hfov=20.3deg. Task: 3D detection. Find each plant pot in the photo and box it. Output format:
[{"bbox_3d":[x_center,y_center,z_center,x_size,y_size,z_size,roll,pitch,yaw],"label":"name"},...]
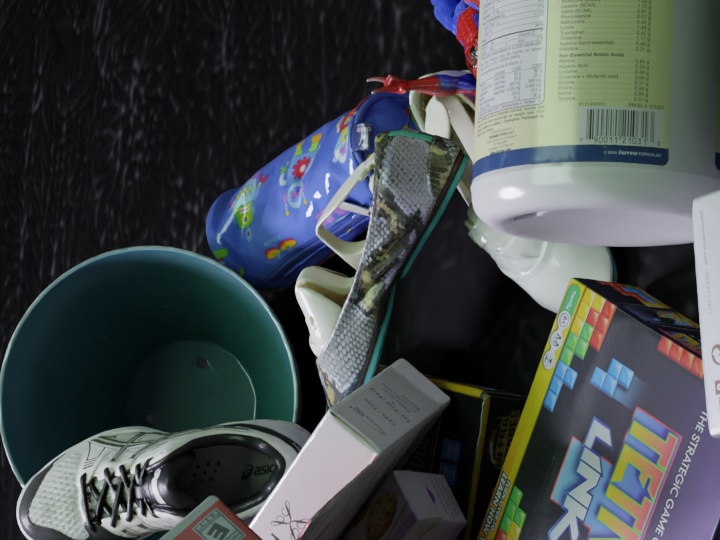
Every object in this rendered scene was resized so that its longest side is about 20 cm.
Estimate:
[{"bbox_3d":[-0.129,0.090,1.366,0.135,0.200,0.200,35,-120,-80],"label":"plant pot"}]

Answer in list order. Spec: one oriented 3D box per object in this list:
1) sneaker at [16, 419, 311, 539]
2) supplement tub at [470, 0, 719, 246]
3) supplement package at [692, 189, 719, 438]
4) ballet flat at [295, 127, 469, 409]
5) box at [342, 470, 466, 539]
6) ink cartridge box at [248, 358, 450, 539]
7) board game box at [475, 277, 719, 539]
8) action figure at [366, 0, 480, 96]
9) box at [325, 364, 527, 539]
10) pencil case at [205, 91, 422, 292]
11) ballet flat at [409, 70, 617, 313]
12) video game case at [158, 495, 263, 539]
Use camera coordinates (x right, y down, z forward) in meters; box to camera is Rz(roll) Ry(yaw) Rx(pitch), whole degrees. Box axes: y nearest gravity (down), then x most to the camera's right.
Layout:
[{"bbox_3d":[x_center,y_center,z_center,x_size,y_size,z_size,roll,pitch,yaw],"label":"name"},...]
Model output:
[{"bbox_3d":[-0.127,0.129,1.250,0.200,0.088,0.076,-14,84,9],"label":"sneaker"},{"bbox_3d":[0.133,-0.120,1.058,0.145,0.145,0.200,-8,76,53],"label":"supplement tub"},{"bbox_3d":[0.258,0.006,0.880,0.200,0.117,0.117,-20,67,51],"label":"supplement package"},{"bbox_3d":[0.000,0.000,1.187,0.072,0.072,0.200,55,133,44],"label":"ballet flat"},{"bbox_3d":[-0.006,0.199,1.194,0.200,0.039,0.041,-56,41,31],"label":"box"},{"bbox_3d":[-0.046,0.159,1.152,0.045,0.176,0.200,40,121,11],"label":"ink cartridge box"},{"bbox_3d":[0.145,0.126,1.067,0.165,0.057,0.200,36,112,53],"label":"board game box"},{"bbox_3d":[0.042,-0.162,1.216,0.065,0.099,0.200,-66,32,32],"label":"action figure"},{"bbox_3d":[0.030,0.163,1.228,0.160,0.049,0.200,9,91,53],"label":"box"},{"bbox_3d":[-0.023,-0.047,1.316,0.200,0.078,0.087,-30,37,49],"label":"pencil case"},{"bbox_3d":[0.080,-0.047,1.185,0.069,0.069,0.200,-56,43,31],"label":"ballet flat"},{"bbox_3d":[-0.064,0.215,0.989,0.200,0.143,0.017,38,159,34],"label":"video game case"}]
